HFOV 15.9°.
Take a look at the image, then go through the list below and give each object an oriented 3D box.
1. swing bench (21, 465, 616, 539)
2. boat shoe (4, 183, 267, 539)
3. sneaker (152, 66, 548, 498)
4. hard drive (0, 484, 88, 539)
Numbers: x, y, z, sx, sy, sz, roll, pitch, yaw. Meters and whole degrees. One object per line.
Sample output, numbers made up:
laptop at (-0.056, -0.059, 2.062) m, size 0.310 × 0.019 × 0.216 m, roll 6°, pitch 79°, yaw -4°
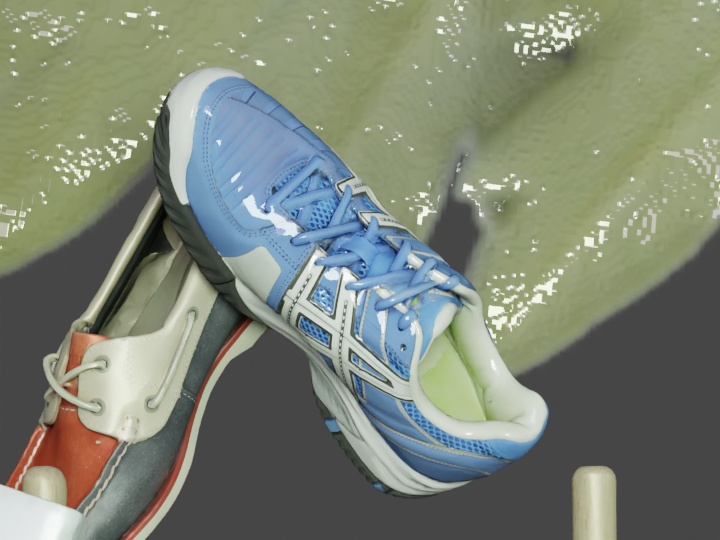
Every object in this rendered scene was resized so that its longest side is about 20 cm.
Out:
swing bench at (-0.014, 0.177, 0.858) m, size 0.199 × 0.130 × 0.200 m, roll 1°, pitch 66°, yaw 2°
boat shoe at (-0.089, 0.036, 0.994) m, size 0.071 × 0.063 × 0.200 m, roll 14°, pitch 62°, yaw 41°
sneaker at (0.000, 0.000, 0.978) m, size 0.200 × 0.077 × 0.076 m, roll 50°, pitch 55°, yaw -21°
hard drive at (-0.181, 0.148, 0.796) m, size 0.132 × 0.027 × 0.200 m, roll 18°, pitch 71°, yaw 6°
